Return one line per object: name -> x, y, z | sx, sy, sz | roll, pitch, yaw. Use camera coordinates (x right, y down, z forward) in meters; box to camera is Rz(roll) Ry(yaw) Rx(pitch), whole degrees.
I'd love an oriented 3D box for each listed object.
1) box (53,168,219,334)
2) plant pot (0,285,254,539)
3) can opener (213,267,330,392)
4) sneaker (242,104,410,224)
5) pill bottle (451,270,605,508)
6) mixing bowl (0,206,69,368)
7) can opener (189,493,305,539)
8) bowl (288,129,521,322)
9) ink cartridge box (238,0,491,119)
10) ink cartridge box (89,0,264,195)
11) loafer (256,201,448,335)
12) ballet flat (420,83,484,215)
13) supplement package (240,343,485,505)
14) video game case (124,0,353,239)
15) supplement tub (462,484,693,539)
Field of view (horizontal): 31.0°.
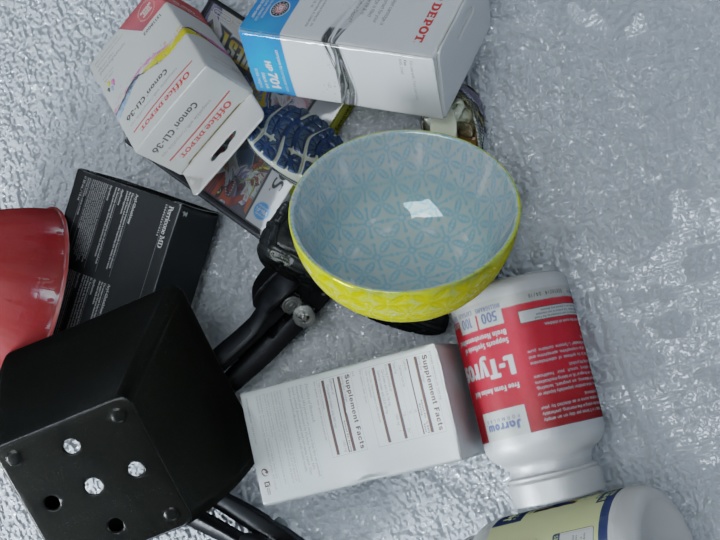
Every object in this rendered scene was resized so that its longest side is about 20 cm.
box -> -0.248, 0.011, 1.351 | 0.141, 0.079, 0.200 | 20, 93, 29
plant pot -> -0.231, 0.162, 1.214 | 0.200, 0.177, 0.200 | -22, 105, 10
can opener -> -0.102, 0.067, 1.306 | 0.063, 0.079, 0.200 | 34, 104, -22
sneaker -> -0.036, -0.083, 1.271 | 0.200, 0.085, 0.077 | 35, 56, 10
pill bottle -> 0.156, 0.108, 1.175 | 0.112, 0.112, 0.200 | -17, 80, 19
mixing bowl -> -0.391, 0.018, 1.341 | 0.200, 0.108, 0.200 | -33, 50, 49
can opener -> -0.117, 0.257, 1.297 | 0.200, 0.079, 0.063 | 28, 55, 33
bowl -> 0.040, -0.020, 1.153 | 0.200, 0.108, 0.200 | -2, 47, 2
ink cartridge box -> 0.008, -0.234, 1.238 | 0.200, 0.086, 0.146 | 13, 54, 20
ink cartridge box -> -0.185, -0.181, 1.294 | 0.116, 0.067, 0.200 | -48, 48, 16
loafer -> 0.000, 0.000, 1.239 | 0.200, 0.068, 0.070 | 27, 76, -8
ballet flat -> 0.087, -0.085, 1.240 | 0.072, 0.072, 0.200 | -6, 84, 20
supplement package -> 0.007, 0.144, 1.229 | 0.200, 0.114, 0.110 | -16, 81, 18
video game case -> -0.126, -0.158, 1.349 | 0.200, 0.026, 0.181 | 35, 99, 19
supplement tub -> 0.181, 0.276, 1.125 | 0.200, 0.145, 0.145 | -21, 79, 32
